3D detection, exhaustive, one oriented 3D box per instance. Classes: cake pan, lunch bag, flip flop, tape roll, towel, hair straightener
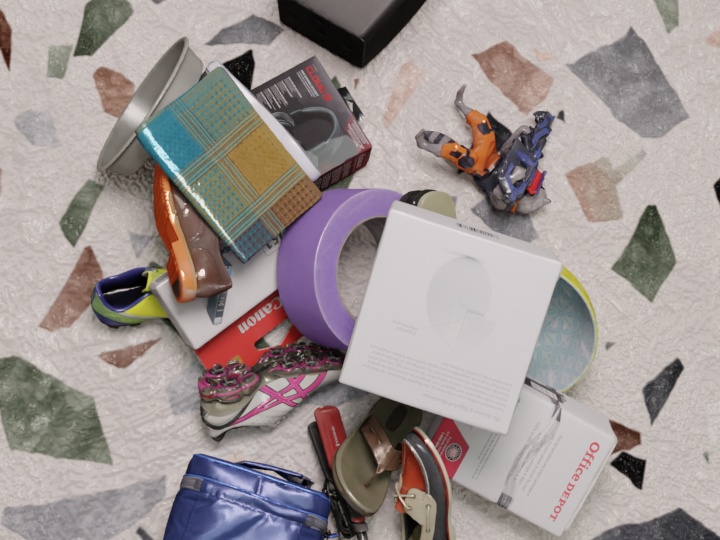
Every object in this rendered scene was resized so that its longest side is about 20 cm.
[{"bbox_3d":[-0.261,-0.200,1.446,0.037,0.200,0.202,34,72,-22],"label":"cake pan"},{"bbox_3d":[-0.123,0.292,1.351,0.197,0.136,0.134,17,73,-3],"label":"lunch bag"},{"bbox_3d":[0.030,0.211,1.395,0.081,0.058,0.200,44,43,-4],"label":"flip flop"},{"bbox_3d":[0.000,0.000,1.425,0.198,0.084,0.203,-2,94,-37],"label":"tape roll"},{"bbox_3d":[-0.154,-0.125,1.361,0.146,0.022,0.201,-42,94,-29],"label":"towel"},{"bbox_3d":[-0.021,0.269,1.406,0.040,0.077,0.202,-9,59,-27],"label":"hair straightener"}]

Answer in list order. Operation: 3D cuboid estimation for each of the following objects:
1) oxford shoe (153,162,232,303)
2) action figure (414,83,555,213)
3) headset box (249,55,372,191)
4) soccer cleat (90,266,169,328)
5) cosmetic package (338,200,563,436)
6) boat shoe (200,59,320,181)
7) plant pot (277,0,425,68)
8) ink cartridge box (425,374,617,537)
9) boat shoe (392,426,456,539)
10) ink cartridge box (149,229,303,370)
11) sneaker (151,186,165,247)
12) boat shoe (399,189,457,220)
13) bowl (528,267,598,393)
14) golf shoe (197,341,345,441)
[{"bbox_3d":[-0.201,-0.058,1.368,0.072,0.071,0.203,-7,70,-21],"label":"oxford shoe"},{"bbox_3d":[0.184,-0.157,1.558,0.193,0.105,0.200,44,46,-2],"label":"action figure"},{"bbox_3d":[-0.090,-0.173,1.514,0.198,0.077,0.150,-30,81,-13],"label":"headset box"},{"bbox_3d":[-0.236,0.023,1.433,0.197,0.084,0.065,-12,62,-11],"label":"soccer cleat"},{"bbox_3d":[0.099,0.050,1.297,0.197,0.123,0.203,18,98,2],"label":"cosmetic package"},{"bbox_3d":[-0.135,-0.172,1.438,0.066,0.070,0.200,-44,88,4],"label":"boat shoe"},{"bbox_3d":[-0.010,-0.391,1.532,0.198,0.200,0.179,29,84,1],"label":"plant pot"},{"bbox_3d":[0.193,0.209,1.419,0.198,0.083,0.147,28,102,0],"label":"ink cartridge box"},{"bbox_3d":[0.070,0.276,1.372,0.062,0.202,0.071,-20,34,-16],"label":"boat shoe"},{"bbox_3d":[-0.133,0.033,1.431,0.199,0.045,0.177,-37,109,-16],"label":"ink cartridge box"},{"bbox_3d":[-0.221,-0.106,1.439,0.086,0.075,0.203,6,113,4],"label":"sneaker"},{"bbox_3d":[0.083,0.003,1.395,0.073,0.063,0.205,-11,101,-30],"label":"boat shoe"},{"bbox_3d":[0.205,0.053,1.466,0.198,0.202,0.108,27,30,0],"label":"bowl"},{"bbox_3d":[-0.108,0.149,1.437,0.197,0.073,0.093,-14,118,-22],"label":"golf shoe"}]
